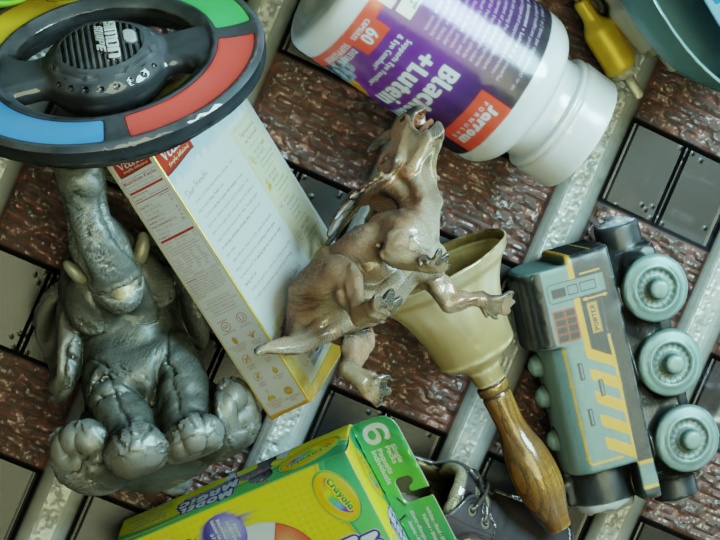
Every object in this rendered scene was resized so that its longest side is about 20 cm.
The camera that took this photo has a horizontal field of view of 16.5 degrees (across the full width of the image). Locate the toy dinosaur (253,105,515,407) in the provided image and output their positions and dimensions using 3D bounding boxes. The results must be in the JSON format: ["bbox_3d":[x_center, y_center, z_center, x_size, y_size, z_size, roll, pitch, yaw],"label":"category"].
[{"bbox_3d":[0.000,0.000,1.535,0.200,0.135,0.086,-37,135,-20],"label":"toy dinosaur"}]

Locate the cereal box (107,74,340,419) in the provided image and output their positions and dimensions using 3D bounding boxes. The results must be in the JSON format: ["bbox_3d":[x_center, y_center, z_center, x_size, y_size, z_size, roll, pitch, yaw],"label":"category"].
[{"bbox_3d":[-0.075,-0.024,1.575,0.039,0.144,0.201,-25,105,27],"label":"cereal box"}]

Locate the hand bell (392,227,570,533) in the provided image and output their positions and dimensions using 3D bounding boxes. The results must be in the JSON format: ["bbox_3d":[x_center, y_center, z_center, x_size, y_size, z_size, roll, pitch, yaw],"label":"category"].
[{"bbox_3d":[0.092,0.084,1.645,0.104,0.104,0.201,-29,102,-10],"label":"hand bell"}]

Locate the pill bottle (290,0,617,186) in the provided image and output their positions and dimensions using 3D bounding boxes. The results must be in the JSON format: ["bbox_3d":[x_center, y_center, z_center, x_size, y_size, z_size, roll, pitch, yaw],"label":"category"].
[{"bbox_3d":[0.064,-0.140,1.608,0.199,0.111,0.112,32,89,-16],"label":"pill bottle"}]

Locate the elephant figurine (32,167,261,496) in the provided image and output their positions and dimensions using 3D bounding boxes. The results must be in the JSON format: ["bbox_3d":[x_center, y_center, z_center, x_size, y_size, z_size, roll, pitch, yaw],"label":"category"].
[{"bbox_3d":[-0.147,0.034,1.572,0.141,0.155,0.201,-5,71,-47],"label":"elephant figurine"}]

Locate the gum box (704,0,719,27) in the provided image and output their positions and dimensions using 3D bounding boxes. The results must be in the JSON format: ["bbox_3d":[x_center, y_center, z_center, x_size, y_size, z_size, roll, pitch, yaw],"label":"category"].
[{"bbox_3d":[0.244,-0.238,1.620,0.044,0.170,0.201,-26,106,29],"label":"gum box"}]

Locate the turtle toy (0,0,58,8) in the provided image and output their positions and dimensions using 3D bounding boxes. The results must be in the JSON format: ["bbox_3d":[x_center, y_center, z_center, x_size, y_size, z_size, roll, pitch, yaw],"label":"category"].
[{"bbox_3d":[-0.234,-0.250,1.511,0.145,0.101,0.201,-2,81,-12],"label":"turtle toy"}]

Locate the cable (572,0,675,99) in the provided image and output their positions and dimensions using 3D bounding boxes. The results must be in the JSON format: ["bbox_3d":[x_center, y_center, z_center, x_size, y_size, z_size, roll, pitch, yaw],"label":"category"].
[{"bbox_3d":[0.144,-0.211,1.651,0.200,0.050,0.097,40,84,-18],"label":"cable"}]

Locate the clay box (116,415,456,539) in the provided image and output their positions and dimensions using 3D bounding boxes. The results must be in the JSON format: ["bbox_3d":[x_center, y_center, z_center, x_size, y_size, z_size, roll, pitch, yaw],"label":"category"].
[{"bbox_3d":[-0.046,0.182,1.615,0.199,0.048,0.115,-24,107,15],"label":"clay box"}]

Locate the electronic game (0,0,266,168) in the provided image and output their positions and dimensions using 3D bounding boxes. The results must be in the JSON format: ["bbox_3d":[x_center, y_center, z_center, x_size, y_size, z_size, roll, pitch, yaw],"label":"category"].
[{"bbox_3d":[-0.156,-0.125,1.513,0.199,0.200,0.042,-17,128,-12],"label":"electronic game"}]

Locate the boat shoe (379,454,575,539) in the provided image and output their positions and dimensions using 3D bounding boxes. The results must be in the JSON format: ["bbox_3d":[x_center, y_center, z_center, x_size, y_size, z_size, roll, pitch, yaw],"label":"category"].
[{"bbox_3d":[0.057,0.160,1.661,0.199,0.072,0.065,15,127,-12],"label":"boat shoe"}]

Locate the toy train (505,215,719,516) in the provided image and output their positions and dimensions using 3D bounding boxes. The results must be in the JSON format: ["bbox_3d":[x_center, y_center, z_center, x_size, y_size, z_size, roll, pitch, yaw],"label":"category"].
[{"bbox_3d":[0.170,0.067,1.680,0.113,0.085,0.201,-14,98,-9],"label":"toy train"}]

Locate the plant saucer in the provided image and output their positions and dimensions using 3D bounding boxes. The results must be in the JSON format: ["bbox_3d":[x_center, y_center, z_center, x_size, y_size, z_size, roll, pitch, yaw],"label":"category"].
[{"bbox_3d":[0.210,-0.199,1.627,0.036,0.200,0.200,-25,108,33],"label":"plant saucer"}]
